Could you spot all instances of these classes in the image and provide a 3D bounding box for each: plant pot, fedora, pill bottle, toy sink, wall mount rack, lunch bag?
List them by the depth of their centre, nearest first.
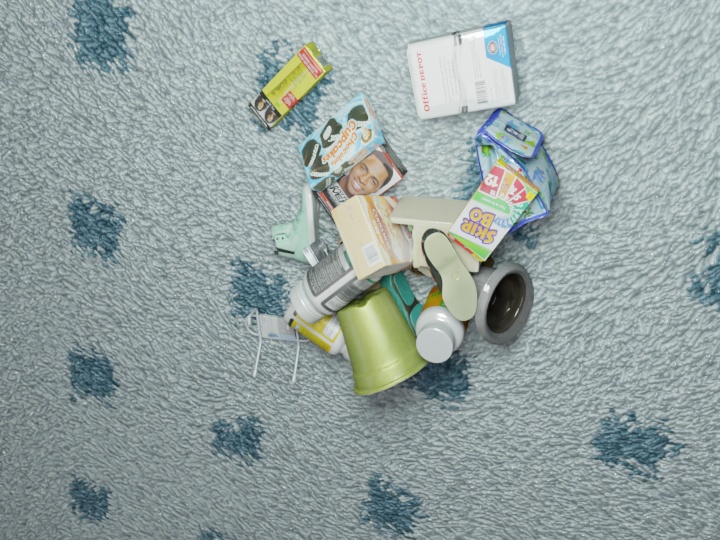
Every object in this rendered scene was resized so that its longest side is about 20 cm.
[{"bbox_3d":[0.299,-0.208,1.399,0.126,0.170,0.203,-26,103,33],"label":"lunch bag"},{"bbox_3d":[0.170,-0.078,1.535,0.194,0.131,0.115,7,118,16],"label":"toy sink"},{"bbox_3d":[0.289,0.060,1.556,0.089,0.198,0.181,26,90,41],"label":"fedora"},{"bbox_3d":[-0.056,0.024,1.574,0.198,0.113,0.114,-36,100,21],"label":"pill bottle"},{"bbox_3d":[0.183,0.114,1.580,0.108,0.201,0.114,8,118,15],"label":"pill bottle"},{"bbox_3d":[0.038,0.148,1.614,0.196,0.200,0.188,-21,97,27],"label":"plant pot"},{"bbox_3d":[-0.080,0.130,1.734,0.198,0.113,0.114,35,121,1],"label":"pill bottle"},{"bbox_3d":[-0.220,0.189,1.836,0.194,0.075,0.179,5,117,18],"label":"wall mount rack"}]

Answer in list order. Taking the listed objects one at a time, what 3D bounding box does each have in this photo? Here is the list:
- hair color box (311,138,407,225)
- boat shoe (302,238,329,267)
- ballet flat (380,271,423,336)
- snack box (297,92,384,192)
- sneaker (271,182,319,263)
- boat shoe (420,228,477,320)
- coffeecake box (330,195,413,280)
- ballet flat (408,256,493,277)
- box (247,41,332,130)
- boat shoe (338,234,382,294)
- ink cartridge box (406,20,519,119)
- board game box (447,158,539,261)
[{"bbox_3d":[-0.003,-0.198,1.579,0.198,0.061,0.102,-34,99,29],"label":"hair color box"},{"bbox_3d":[-0.062,0.005,1.681,0.067,0.072,0.202,-32,124,1],"label":"boat shoe"},{"bbox_3d":[0.107,0.088,1.683,0.069,0.067,0.203,-11,114,49],"label":"ballet flat"},{"bbox_3d":[-0.044,-0.273,1.537,0.198,0.037,0.119,-34,63,30],"label":"snack box"},{"bbox_3d":[-0.156,-0.112,1.665,0.114,0.074,0.206,8,120,9],"label":"sneaker"},{"bbox_3d":[0.184,0.006,1.462,0.072,0.063,0.205,-26,107,4],"label":"boat shoe"},{"bbox_3d":[0.037,-0.073,1.518,0.072,0.199,0.157,-26,82,26],"label":"coffeecake box"},{"bbox_3d":[0.196,-0.008,1.591,0.194,0.073,0.070,6,121,17],"label":"ballet flat"},{"bbox_3d":[-0.153,-0.397,1.544,0.198,0.050,0.076,-36,99,30],"label":"box"},{"bbox_3d":[0.000,0.000,1.667,0.072,0.069,0.203,-22,107,26],"label":"boat shoe"},{"bbox_3d":[0.203,-0.391,1.397,0.194,0.086,0.150,-4,113,23],"label":"ink cartridge box"},{"bbox_3d":[0.246,-0.107,1.364,0.095,0.030,0.202,36,131,5],"label":"board game box"}]
